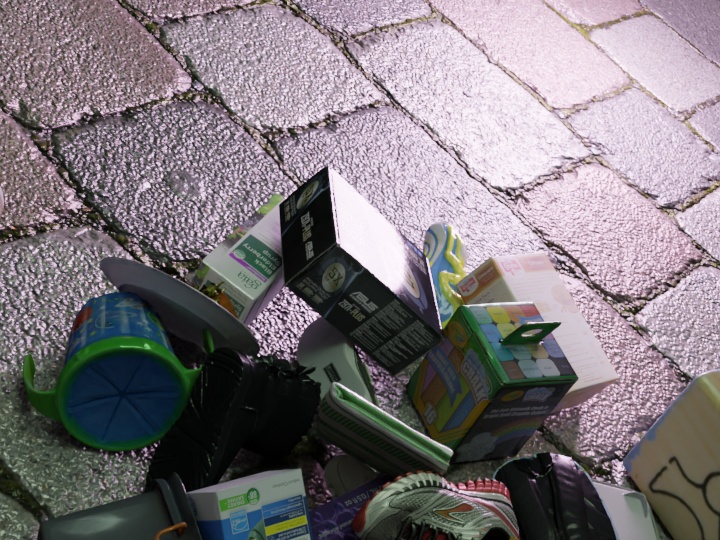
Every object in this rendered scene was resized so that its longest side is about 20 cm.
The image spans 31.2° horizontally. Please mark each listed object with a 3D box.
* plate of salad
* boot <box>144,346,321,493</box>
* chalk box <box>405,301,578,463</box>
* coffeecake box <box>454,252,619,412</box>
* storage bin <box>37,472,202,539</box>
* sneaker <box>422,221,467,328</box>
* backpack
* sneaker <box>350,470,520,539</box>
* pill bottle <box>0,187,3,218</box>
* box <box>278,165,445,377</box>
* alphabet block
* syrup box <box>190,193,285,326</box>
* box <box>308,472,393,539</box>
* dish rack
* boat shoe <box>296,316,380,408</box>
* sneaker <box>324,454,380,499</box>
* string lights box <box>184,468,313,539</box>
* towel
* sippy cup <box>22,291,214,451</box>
[{"bbox_3d":[-0.193,0.033,1.410,0.199,0.200,0.048,29,72,-4],"label":"plate of salad"},{"bbox_3d":[-0.128,0.175,1.353,0.073,0.200,0.162,24,-1,31],"label":"boot"},{"bbox_3d":[0.164,0.119,1.546,0.123,0.201,0.124,0,46,-35],"label":"chalk box"},{"bbox_3d":[0.232,0.081,1.690,0.153,0.073,0.201,-4,61,-54],"label":"coffeecake box"},{"bbox_3d":[-0.208,0.293,1.149,0.133,0.146,0.201,-6,50,-26],"label":"storage bin"},{"bbox_3d":[0.089,0.003,1.730,0.104,0.076,0.201,13,41,-22],"label":"sneaker"},{"bbox_3d":[0.206,0.300,1.424,0.161,0.154,0.202,-10,59,-5],"label":"backpack"},{"bbox_3d":[0.081,0.250,1.268,0.198,0.078,0.083,7,44,-32],"label":"sneaker"},{"bbox_3d":[-0.443,-0.020,1.346,0.110,0.111,0.201,18,39,-18],"label":"pill bottle"},{"bbox_3d":[0.000,0.000,1.547,0.200,0.086,0.165,41,24,-30],"label":"box"},{"bbox_3d":[0.491,0.255,1.634,0.195,0.196,0.201,-6,51,-37],"label":"alphabet block"},{"bbox_3d":[-0.130,-0.006,1.579,0.078,0.082,0.200,35,35,5],"label":"syrup box"},{"bbox_3d":[0.019,0.327,1.286,0.147,0.105,0.200,-17,58,-47],"label":"box"},{"bbox_3d":[0.296,0.326,1.538,0.170,0.044,0.201,17,40,-19],"label":"dish rack"},{"bbox_3d":[-0.024,0.130,1.519,0.064,0.070,0.201,55,7,-35],"label":"boat shoe"},{"bbox_3d":[0.047,0.264,1.400,0.200,0.081,0.075,41,39,14],"label":"sneaker"},{"bbox_3d":[-0.092,0.295,1.200,0.102,0.059,0.203,-9,87,-41],"label":"string lights box"},{"bbox_3d":[0.023,0.183,1.363,0.151,0.200,0.024,29,72,6],"label":"towel"},{"bbox_3d":[-0.251,0.095,1.347,0.177,0.140,0.131,25,25,-27],"label":"sippy cup"}]
